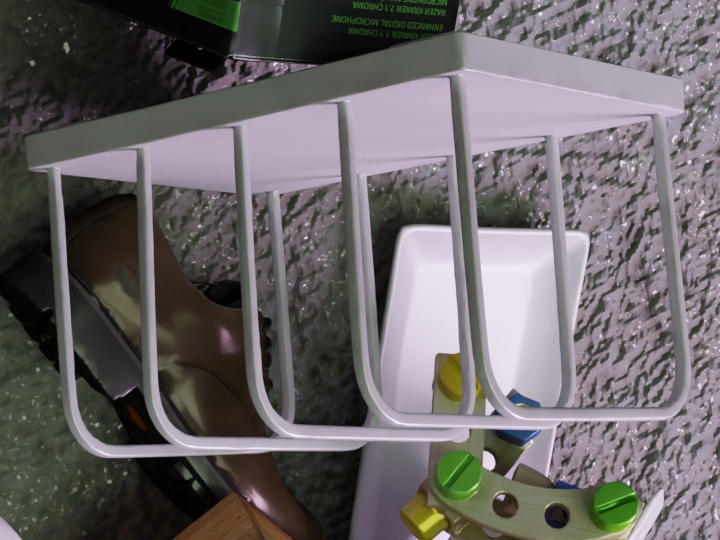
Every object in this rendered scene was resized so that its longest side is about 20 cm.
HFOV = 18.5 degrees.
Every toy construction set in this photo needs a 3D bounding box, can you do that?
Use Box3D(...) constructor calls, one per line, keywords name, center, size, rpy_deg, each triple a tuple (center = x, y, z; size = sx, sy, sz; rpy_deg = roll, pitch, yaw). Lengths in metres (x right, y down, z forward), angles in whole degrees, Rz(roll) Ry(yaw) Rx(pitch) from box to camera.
Box3D(name="toy construction set", center=(0.043, 0.144, 0.862), size=(0.131, 0.092, 0.200), rpy_deg=(29, 87, 4))

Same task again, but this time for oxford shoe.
Box3D(name="oxford shoe", center=(-0.060, 0.051, 0.915), size=(0.084, 0.073, 0.200), rpy_deg=(-44, 125, -19))

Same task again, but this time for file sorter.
Box3D(name="file sorter", center=(0.000, 0.000, 0.797), size=(0.139, 0.200, 0.125), rpy_deg=(5, 79, -51))

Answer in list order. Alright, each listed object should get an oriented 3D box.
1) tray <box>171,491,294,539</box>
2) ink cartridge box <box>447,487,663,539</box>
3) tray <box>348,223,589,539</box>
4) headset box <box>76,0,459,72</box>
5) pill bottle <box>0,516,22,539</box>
Box3D(name="tray", center=(-0.099, 0.181, 0.905), size=(0.200, 0.037, 0.099), rpy_deg=(-39, 137, 4))
Box3D(name="ink cartridge box", center=(0.052, 0.165, 0.965), size=(0.200, 0.067, 0.116), rpy_deg=(-57, 168, -4))
Box3D(name="tray", center=(0.042, 0.075, 1.017), size=(0.107, 0.022, 0.200), rpy_deg=(1, 104, -34))
Box3D(name="headset box", center=(-0.038, -0.172, 0.795), size=(0.093, 0.174, 0.200), rpy_deg=(0, 106, -34))
Box3D(name="pill bottle", center=(-0.181, 0.112, 0.776), size=(0.109, 0.200, 0.109), rpy_deg=(-10, 110, -30))
